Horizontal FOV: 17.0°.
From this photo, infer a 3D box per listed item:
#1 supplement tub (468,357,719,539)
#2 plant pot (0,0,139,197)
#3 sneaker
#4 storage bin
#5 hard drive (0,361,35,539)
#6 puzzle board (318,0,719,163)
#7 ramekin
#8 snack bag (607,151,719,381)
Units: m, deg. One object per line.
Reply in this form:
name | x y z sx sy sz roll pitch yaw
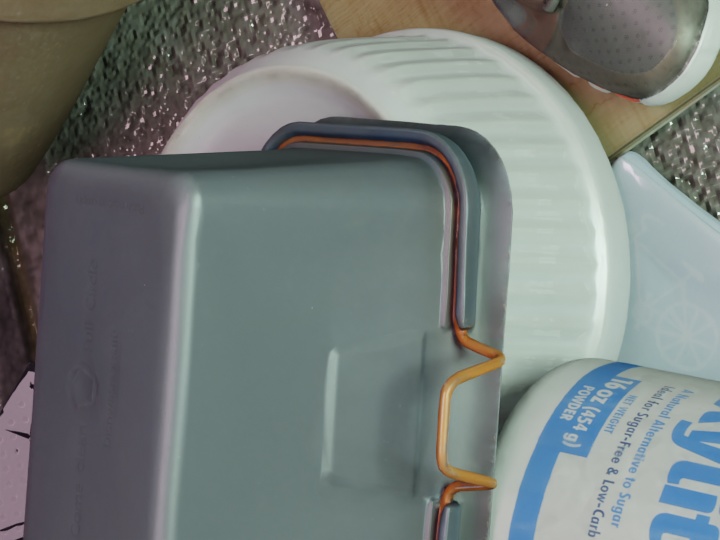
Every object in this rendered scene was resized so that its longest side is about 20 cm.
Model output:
supplement tub | 0.150 0.110 0.860 0.199 0.132 0.133 9 96 33
plant pot | -0.185 -0.128 1.090 0.200 0.199 0.176 40 129 27
sneaker | 0.057 -0.137 0.952 0.200 0.082 0.077 46 114 26
storage bin | -0.034 0.046 0.840 0.145 0.134 0.202 8 96 46
hard drive | -0.092 0.144 1.063 0.199 0.042 0.136 31 92 13
puzzle board | 0.081 -0.116 0.995 0.200 0.017 0.152 -36 70 29
ramekin | 0.000 0.000 0.975 0.199 0.105 0.202 0 90 38
snack bag | 0.125 0.077 0.966 0.188 0.021 0.201 38 112 27
